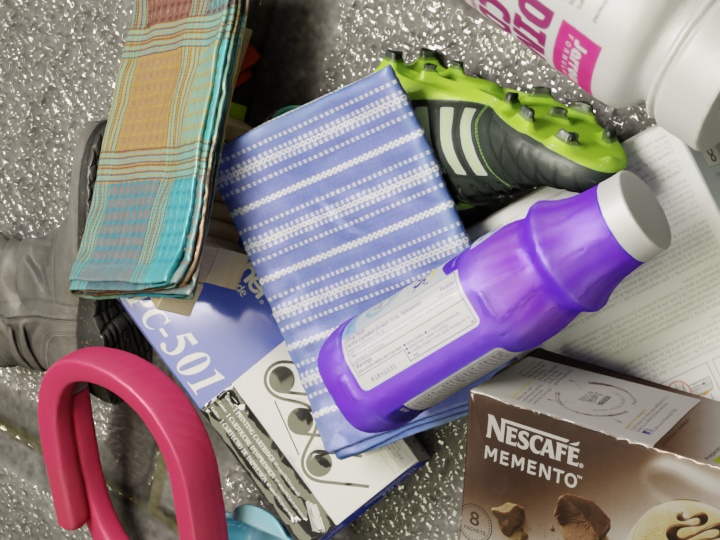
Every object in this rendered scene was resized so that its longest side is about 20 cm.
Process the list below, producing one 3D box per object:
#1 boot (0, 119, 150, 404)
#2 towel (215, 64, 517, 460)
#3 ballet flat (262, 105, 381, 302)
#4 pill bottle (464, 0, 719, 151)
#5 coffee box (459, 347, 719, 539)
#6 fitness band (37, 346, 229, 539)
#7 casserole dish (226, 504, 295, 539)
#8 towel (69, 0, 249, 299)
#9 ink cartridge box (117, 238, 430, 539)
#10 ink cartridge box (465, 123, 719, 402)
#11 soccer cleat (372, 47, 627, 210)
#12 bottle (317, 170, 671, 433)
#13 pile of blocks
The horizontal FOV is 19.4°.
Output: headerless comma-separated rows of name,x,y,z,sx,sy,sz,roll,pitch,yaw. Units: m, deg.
boot,-0.208,-0.013,1.393,0.131,0.070,0.201,16,113,30
towel,0.000,0.000,1.208,0.144,0.024,0.201,-21,94,33
ballet flat,0.002,-0.009,1.265,0.200,0.075,0.064,52,157,16
pill bottle,0.128,-0.158,1.110,0.200,0.113,0.114,39,120,18
coffee box,0.156,0.126,1.110,0.199,0.080,0.114,17,115,31
fitness band,-0.145,0.138,1.361,0.143,0.037,0.201,20,129,37
casserole dish,-0.053,0.245,1.373,0.121,0.039,0.201,16,111,45
towel,-0.121,-0.082,1.262,0.146,0.022,0.201,-3,75,57
ink cartridge box,-0.054,0.067,1.313,0.094,0.044,0.200,-38,80,8
ink cartridge box,0.163,0.033,1.179,0.162,0.050,0.201,-28,87,35
soccer cleat,0.074,-0.066,1.182,0.200,0.067,0.082,27,116,48
bottle,0.071,0.016,1.119,0.200,0.083,0.066,-33,87,28
pile of blocks,-0.095,-0.064,1.293,0.082,0.062,0.201,-20,60,53
